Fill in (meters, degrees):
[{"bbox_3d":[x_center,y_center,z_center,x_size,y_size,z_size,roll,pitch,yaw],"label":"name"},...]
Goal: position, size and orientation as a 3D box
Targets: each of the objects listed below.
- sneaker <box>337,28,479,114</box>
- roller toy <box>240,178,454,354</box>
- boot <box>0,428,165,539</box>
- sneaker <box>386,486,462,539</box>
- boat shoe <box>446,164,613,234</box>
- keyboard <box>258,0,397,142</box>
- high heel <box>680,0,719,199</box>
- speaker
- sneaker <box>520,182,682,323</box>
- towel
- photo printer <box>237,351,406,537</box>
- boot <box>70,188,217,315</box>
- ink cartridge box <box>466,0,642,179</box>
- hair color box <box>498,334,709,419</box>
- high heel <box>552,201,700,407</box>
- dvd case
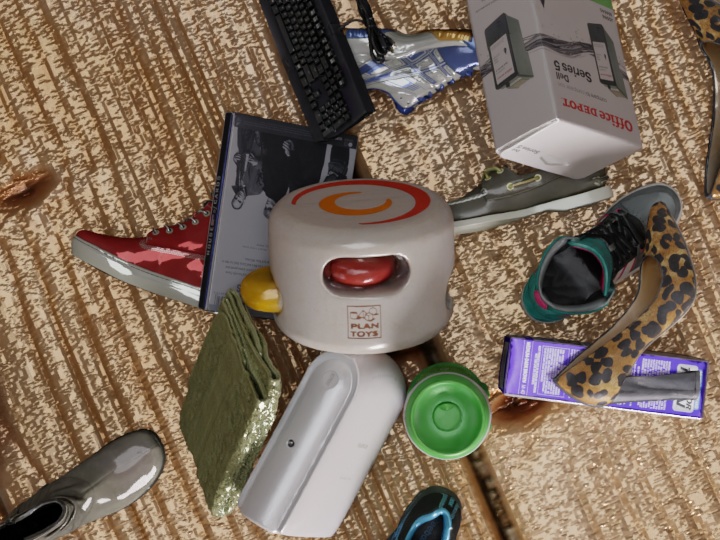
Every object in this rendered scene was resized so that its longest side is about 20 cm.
[{"bbox_3d":[0.067,-0.206,1.713,0.198,0.075,0.089,2,98,11],"label":"sneaker"},{"bbox_3d":[0.000,0.000,1.627,0.182,0.199,0.141,17,117,41],"label":"roller toy"},{"bbox_3d":[-0.292,0.237,1.692,0.199,0.131,0.068,-32,89,2],"label":"boot"},{"bbox_3d":[0.036,0.313,1.702,0.073,0.082,0.201,29,92,0],"label":"sneaker"},{"bbox_3d":[0.157,-0.080,1.704,0.200,0.072,0.061,-13,89,-4],"label":"boat shoe"},{"bbox_3d":[-0.033,-0.240,1.687,0.127,0.021,0.201,-32,69,27],"label":"keyboard"},{"bbox_3d":[0.357,-0.177,1.683,0.142,0.071,0.200,-43,97,-5],"label":"high heel"},{"bbox_3d":[0.086,0.137,1.640,0.088,0.200,0.089,0,90,2],"label":"speaker"},{"bbox_3d":[0.246,-0.020,1.673,0.200,0.121,0.084,-40,88,2],"label":"sneaker"},{"bbox_3d":[-0.130,0.135,1.650,0.036,0.149,0.201,1,132,-27],"label":"towel"},{"bbox_3d":[-0.029,0.168,1.666,0.069,0.166,0.201,28,90,22],"label":"photo printer"},{"bbox_3d":[-0.190,-0.044,1.720,0.198,0.072,0.145,18,90,-6],"label":"boot"},{"bbox_3d":[0.188,-0.206,1.631,0.084,0.145,0.202,-26,65,39],"label":"ink cartridge box"},{"bbox_3d":[0.243,0.106,1.679,0.198,0.109,0.065,9,90,2],"label":"hair color box"},{"bbox_3d":[0.250,0.031,1.601,0.141,0.071,0.202,-1,77,-9],"label":"high heel"},{"bbox_3d":[-0.083,-0.051,1.700,0.149,0.025,0.202,9,91,-31],"label":"dvd case"}]
